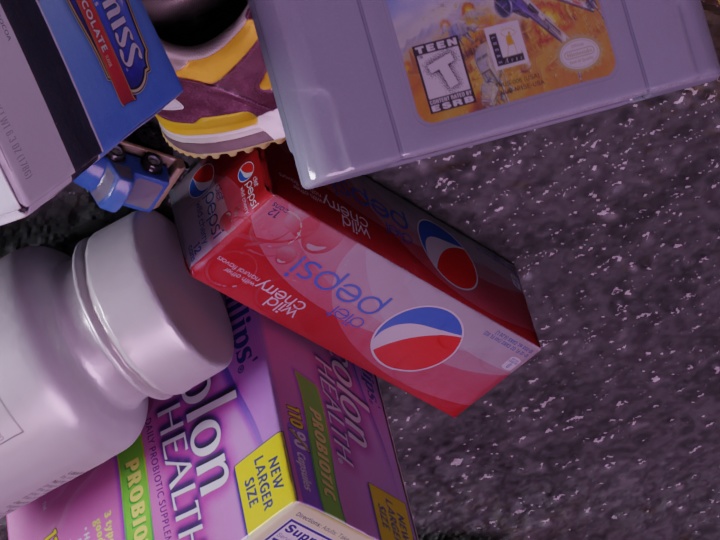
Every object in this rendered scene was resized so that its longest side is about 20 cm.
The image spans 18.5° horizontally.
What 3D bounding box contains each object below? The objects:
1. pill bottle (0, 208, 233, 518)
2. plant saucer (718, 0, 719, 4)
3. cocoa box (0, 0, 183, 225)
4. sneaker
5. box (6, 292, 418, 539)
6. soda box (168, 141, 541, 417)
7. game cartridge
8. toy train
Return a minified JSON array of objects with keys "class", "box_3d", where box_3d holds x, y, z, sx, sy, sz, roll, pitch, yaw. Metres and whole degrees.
[{"class":"pill bottle","box_3d":[-0.169,0.053,1.106,0.199,0.115,0.114,-29,135,16]},{"class":"plant saucer","box_3d":[0.254,-0.203,0.999,0.199,0.049,0.201,-17,137,2]},{"class":"cocoa box","box_3d":[-0.199,-0.079,0.880,0.199,0.131,0.134,-17,105,30]},{"class":"sneaker","box_3d":[-0.012,-0.118,0.999,0.199,0.075,0.090,-21,137,4]},{"class":"box","box_3d":[-0.084,0.120,1.152,0.200,0.177,0.096,-37,133,24]},{"class":"soda box","box_3d":[0.000,0.000,1.133,0.199,0.064,0.070,29,123,-37]},{"class":"game cartridge","box_3d":[0.051,-0.124,0.968,0.199,0.134,0.042,-16,-178,-15]},{"class":"toy train","box_3d":[-0.169,-0.065,1.032,0.199,0.046,0.034,15,130,-28]}]
